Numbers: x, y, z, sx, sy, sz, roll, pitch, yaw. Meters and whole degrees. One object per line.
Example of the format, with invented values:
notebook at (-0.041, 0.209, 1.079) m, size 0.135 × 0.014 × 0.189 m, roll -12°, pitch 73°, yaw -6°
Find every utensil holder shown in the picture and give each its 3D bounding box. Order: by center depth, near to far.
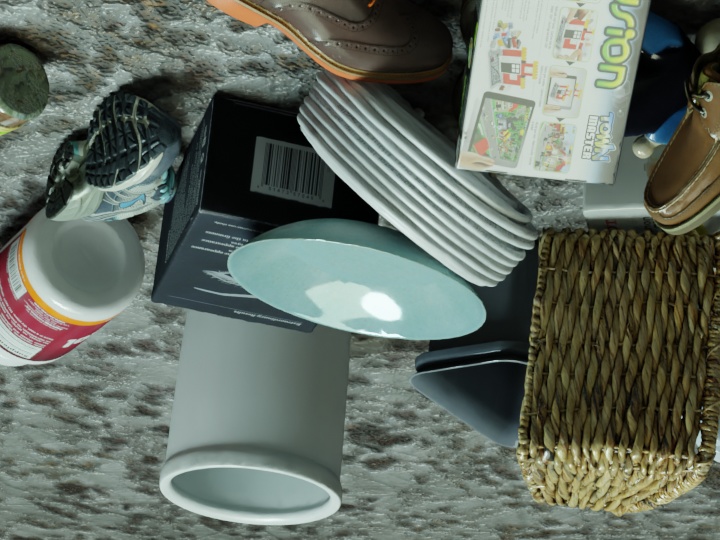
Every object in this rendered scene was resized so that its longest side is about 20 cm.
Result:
utensil holder at (-0.091, 0.117, 1.825) m, size 0.169 × 0.201 × 0.170 m, roll 5°, pitch 155°, yaw 2°

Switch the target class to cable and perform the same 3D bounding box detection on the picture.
cable at (0.038, -0.070, 1.404) m, size 0.069 × 0.200 × 0.200 m, roll -49°, pitch 138°, yaw 7°

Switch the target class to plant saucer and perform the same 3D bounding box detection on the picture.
plant saucer at (0.000, 0.000, 1.474) m, size 0.200 × 0.039 × 0.201 m, roll 10°, pitch 161°, yaw 4°

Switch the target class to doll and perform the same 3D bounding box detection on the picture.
doll at (0.175, -0.130, 1.345) m, size 0.199 × 0.049 × 0.137 m, roll -17°, pitch 132°, yaw -1°

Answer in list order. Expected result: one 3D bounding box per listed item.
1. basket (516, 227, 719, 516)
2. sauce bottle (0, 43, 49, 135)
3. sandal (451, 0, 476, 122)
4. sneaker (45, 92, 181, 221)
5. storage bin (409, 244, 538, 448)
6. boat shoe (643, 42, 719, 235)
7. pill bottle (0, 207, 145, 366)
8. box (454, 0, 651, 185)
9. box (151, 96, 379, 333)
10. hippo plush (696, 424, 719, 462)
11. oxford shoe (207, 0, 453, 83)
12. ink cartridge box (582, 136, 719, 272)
basket at (0.207, 0.081, 1.478) m, size 0.148 × 0.201 × 0.143 m, roll 1°, pitch 154°, yaw 14°
sauce bottle at (-0.326, -0.119, 1.520) m, size 0.200 × 0.065 × 0.065 m, roll -18°, pitch 147°, yaw 41°
sandal at (0.102, -0.139, 1.397) m, size 0.081 × 0.055 × 0.200 m, roll 8°, pitch 155°, yaw -5°
sneaker at (-0.181, -0.088, 1.568) m, size 0.086 × 0.078 × 0.200 m, roll 8°, pitch 165°, yaw -29°
storage bin at (0.134, 0.062, 1.736) m, size 0.145 × 0.135 × 0.200 m, roll -11°, pitch 150°, yaw 32°
boat shoe at (0.247, -0.118, 1.311) m, size 0.068 × 0.072 × 0.200 m, roll 28°, pitch 104°, yaw -33°
pill bottle at (-0.281, 0.018, 1.752) m, size 0.113 × 0.113 × 0.200 m, roll 17°, pitch 154°, yaw -25°
box at (0.127, -0.153, 1.263) m, size 0.110 × 0.035 × 0.201 m, roll 6°, pitch 122°, yaw -2°
box at (-0.078, -0.041, 1.591) m, size 0.147 × 0.105 × 0.200 m, roll 12°, pitch 155°, yaw -14°
hippo plush at (0.299, 0.099, 1.753) m, size 0.199 × 0.160 × 0.161 m, roll -11°, pitch 169°, yaw -10°
oxford shoe at (-0.014, -0.183, 1.311) m, size 0.199 × 0.071 × 0.073 m, roll 18°, pitch 148°, yaw -25°
ink cartridge box at (0.279, -0.052, 1.517) m, size 0.199 × 0.084 × 0.145 m, roll -1°, pitch 154°, yaw 15°
